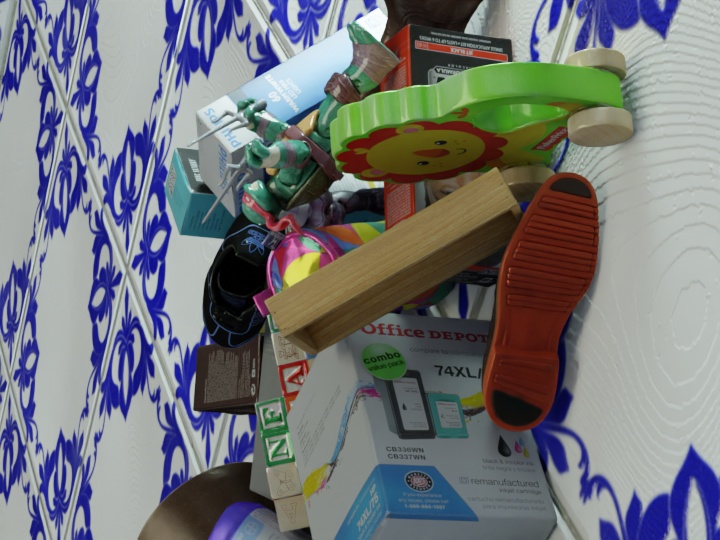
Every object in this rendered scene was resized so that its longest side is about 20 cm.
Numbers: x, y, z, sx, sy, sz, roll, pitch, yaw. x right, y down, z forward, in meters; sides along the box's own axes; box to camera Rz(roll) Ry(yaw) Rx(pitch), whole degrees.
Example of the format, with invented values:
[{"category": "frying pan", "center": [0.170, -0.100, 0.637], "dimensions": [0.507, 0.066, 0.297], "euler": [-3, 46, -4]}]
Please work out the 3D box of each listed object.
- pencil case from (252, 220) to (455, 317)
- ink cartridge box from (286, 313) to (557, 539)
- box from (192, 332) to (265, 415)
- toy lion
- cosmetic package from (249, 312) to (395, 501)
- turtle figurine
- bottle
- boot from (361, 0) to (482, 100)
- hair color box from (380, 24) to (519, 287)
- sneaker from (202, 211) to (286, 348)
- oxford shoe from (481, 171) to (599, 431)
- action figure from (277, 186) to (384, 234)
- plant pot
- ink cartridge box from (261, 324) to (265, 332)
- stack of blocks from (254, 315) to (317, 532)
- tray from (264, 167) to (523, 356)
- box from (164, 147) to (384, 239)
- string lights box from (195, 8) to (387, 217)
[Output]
[{"category": "pencil case", "center": [0.000, 0.000, 1.722], "dimensions": [0.088, 0.200, 0.089], "euler": [3, 95, 36]}, {"category": "ink cartridge box", "center": [0.044, 0.156, 1.648], "dimensions": [0.146, 0.146, 0.201], "euler": [116, 150, -43]}, {"category": "box", "center": [-0.090, 0.107, 2.063], "dimensions": [0.200, 0.100, 0.075], "euler": [163, 111, -66]}, {"category": "toy lion", "center": [0.080, -0.109, 1.554], "dimensions": [0.200, 0.191, 0.069], "euler": [143, 127, -61]}, {"category": "cosmetic package", "center": [-0.035, 0.115, 1.914], "dimensions": [0.090, 0.106, 0.201], "euler": [179, 94, -70]}, {"category": "turtle figurine", "center": [-0.053, -0.107, 1.655], "dimensions": [0.200, 0.101, 0.150], "euler": [-48, 24, -1]}, {"category": "bottle", "center": [-0.046, 0.283, 1.827], "dimensions": [0.200, 0.065, 0.084], "euler": [30, 95, 24]}, {"category": "boot", "center": [0.015, -0.194, 1.756], "dimensions": [0.201, 0.186, 0.064], "euler": [-65, 34, 35]}, {"category": "hair color box", "center": [0.073, -0.093, 1.692], "dimensions": [0.061, 0.101, 0.201], "euler": [151, 121, -61]}, {"category": "sneaker", "center": [-0.112, 0.017, 1.853], "dimensions": [0.200, 0.070, 0.078], "euler": [110, -175, -49]}, {"category": "oxford shoe", "center": [0.129, 0.017, 1.574], "dimensions": [0.073, 0.071, 0.201], "euler": [-114, 40, -74]}, {"category": "action figure", "center": [-0.026, -0.045, 1.801], "dimensions": [0.069, 0.200, 0.131], "euler": [13, 93, 32]}, {"category": "plant pot", "center": [-0.091, 0.313, 1.949], "dimensions": [0.200, 0.186, 0.188], "euler": [42, 125, 47]}, {"category": "ink cartridge box", "center": [-0.082, -0.048, 2.157], "dimensions": [0.200, 0.047, 0.199], "euler": [136, 136, -57]}, {"category": "stack of blocks", "center": [-0.029, 0.119, 1.815], "dimensions": [0.059, 0.115, 0.201], "euler": [4, -106, -70]}, {"category": "tray", "center": [0.031, -0.005, 1.569], "dimensions": [0.037, 0.199, 0.099], "euler": [62, -174, 15]}, {"category": "box", "center": [-0.077, -0.064, 1.928], "dimensions": [0.082, 0.199, 0.049], "euler": [-114, 35, -53]}, {"category": "string lights box", "center": [-0.048, -0.140, 1.845], "dimensions": [0.059, 0.200, 0.103], "euler": [49, 158, 24]}]
